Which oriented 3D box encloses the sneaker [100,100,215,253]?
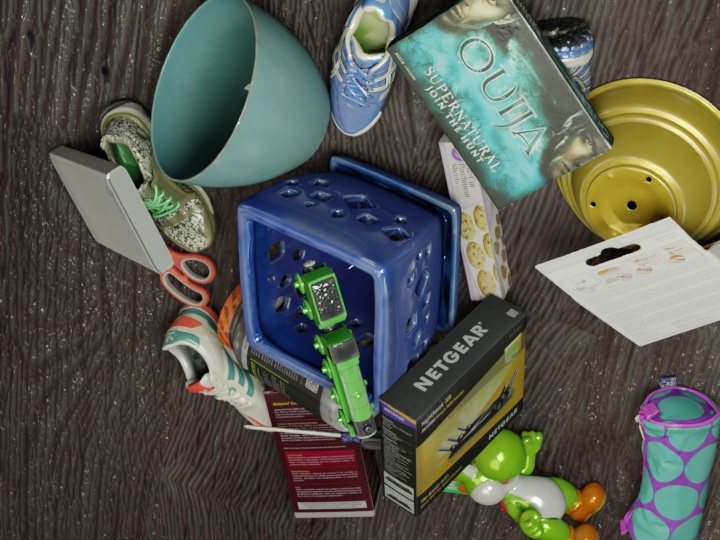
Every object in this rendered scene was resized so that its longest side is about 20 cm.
[{"bbox_3d":[-0.243,-0.093,1.735,0.077,0.089,0.200,-28,109,24],"label":"sneaker"}]

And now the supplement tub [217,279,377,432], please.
[{"bbox_3d":[-0.062,0.090,1.745,0.199,0.122,0.123,30,132,25],"label":"supplement tub"}]

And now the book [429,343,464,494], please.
[{"bbox_3d":[0.093,0.179,1.805,0.133,0.048,0.201,3,125,29],"label":"book"}]

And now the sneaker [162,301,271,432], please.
[{"bbox_3d":[-0.174,0.139,1.868,0.070,0.094,0.200,-25,109,36],"label":"sneaker"}]

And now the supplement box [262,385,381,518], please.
[{"bbox_3d":[-0.045,0.211,1.868,0.108,0.061,0.201,-3,122,13],"label":"supplement box"}]

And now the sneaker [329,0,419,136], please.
[{"bbox_3d":[0.002,-0.218,1.545,0.075,0.077,0.201,22,131,8],"label":"sneaker"}]

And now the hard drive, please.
[{"bbox_3d":[-0.291,-0.073,1.749,0.200,0.027,0.132,20,140,58],"label":"hard drive"}]

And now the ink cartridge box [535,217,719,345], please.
[{"bbox_3d":[0.295,-0.001,1.518,0.160,0.048,0.200,-21,140,36],"label":"ink cartridge box"}]

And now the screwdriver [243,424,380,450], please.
[{"bbox_3d":[-0.039,0.197,1.797,0.199,0.029,0.028,4,120,-8],"label":"screwdriver"}]

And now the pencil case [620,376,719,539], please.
[{"bbox_3d":[0.345,0.223,1.683,0.092,0.085,0.201,3,124,5],"label":"pencil case"}]

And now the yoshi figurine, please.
[{"bbox_3d":[0.194,0.246,1.739,0.199,0.112,0.112,28,95,-14],"label":"yoshi figurine"}]

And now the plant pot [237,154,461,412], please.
[{"bbox_3d":[0.000,0.000,1.609,0.199,0.180,0.201,25,134,30],"label":"plant pot"}]

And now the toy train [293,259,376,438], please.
[{"bbox_3d":[-0.020,0.083,1.504,0.042,0.056,0.201,-22,115,-12],"label":"toy train"}]

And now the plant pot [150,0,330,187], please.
[{"bbox_3d":[-0.112,-0.173,1.580,0.134,0.201,0.200,16,141,-36],"label":"plant pot"}]

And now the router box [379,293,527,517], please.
[{"bbox_3d":[0.102,0.145,1.631,0.052,0.200,0.158,28,142,29],"label":"router box"}]

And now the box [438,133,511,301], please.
[{"bbox_3d":[0.125,-0.059,1.621,0.041,0.039,0.201,2,123,24],"label":"box"}]

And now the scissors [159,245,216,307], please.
[{"bbox_3d":[-0.262,-0.028,1.840,0.199,0.014,0.073,33,122,1],"label":"scissors"}]

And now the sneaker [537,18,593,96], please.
[{"bbox_3d":[0.137,-0.191,1.502,0.199,0.077,0.086,0,127,26],"label":"sneaker"}]

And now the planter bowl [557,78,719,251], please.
[{"bbox_3d":[0.278,-0.083,1.502,0.199,0.084,0.201,13,128,17],"label":"planter bowl"}]

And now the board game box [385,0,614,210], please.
[{"bbox_3d":[0.135,-0.170,1.453,0.135,0.028,0.200,-29,108,28],"label":"board game box"}]
